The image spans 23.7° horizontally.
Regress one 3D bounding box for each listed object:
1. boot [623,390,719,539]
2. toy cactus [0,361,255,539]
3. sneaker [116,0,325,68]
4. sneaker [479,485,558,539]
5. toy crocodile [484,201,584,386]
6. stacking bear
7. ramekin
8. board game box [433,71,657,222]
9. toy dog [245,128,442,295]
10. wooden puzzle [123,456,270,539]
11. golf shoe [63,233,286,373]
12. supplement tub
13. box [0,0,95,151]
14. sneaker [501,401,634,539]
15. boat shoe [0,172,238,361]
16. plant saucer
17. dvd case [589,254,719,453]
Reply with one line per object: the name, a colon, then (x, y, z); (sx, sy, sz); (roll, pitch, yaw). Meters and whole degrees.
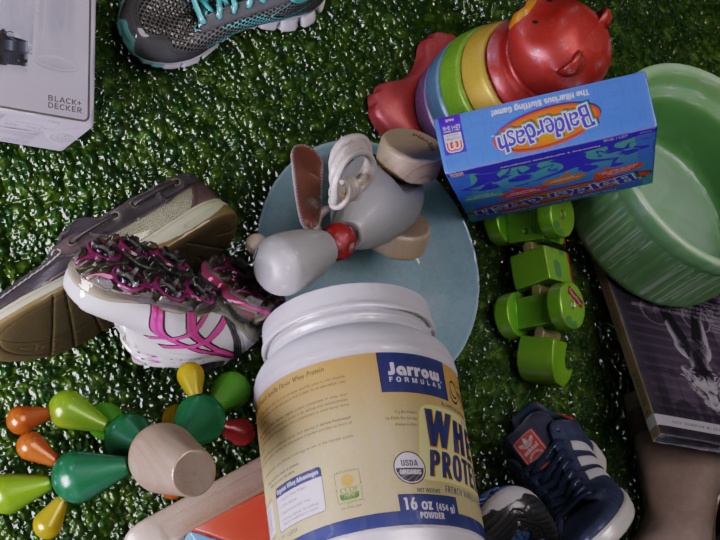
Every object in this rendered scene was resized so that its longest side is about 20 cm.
boot: (0.255, 0.169, 1.428); (0.200, 0.070, 0.147); (-14, 77, -35)
toy cactus: (-0.147, 0.126, 1.132); (0.199, 0.165, 0.103); (-11, 102, -29)
sneaker: (-0.093, -0.214, 1.301); (0.200, 0.091, 0.078); (-26, 90, -35)
sneaker: (0.097, 0.195, 1.253); (0.076, 0.200, 0.077); (-23, 65, -10)
toy crocodile: (0.148, -0.005, 1.406); (0.062, 0.067, 0.201); (11, 70, -52)
stacking bear: (0.117, -0.152, 1.348); (0.114, 0.200, 0.121); (49, 57, -10)
ramekin: (0.271, -0.067, 1.461); (0.199, 0.098, 0.201); (16, 56, -24)
board game box: (0.142, -0.087, 1.278); (0.152, 0.200, 0.045); (-13, 81, 7)
toy dog: (-0.021, -0.049, 1.245); (0.200, 0.096, 0.132); (-1, 116, -61)
wooden puzzle: (-0.039, 0.216, 1.206); (0.200, 0.037, 0.185); (-27, 76, -29)
golf shoe: (-0.133, 0.033, 1.168); (0.073, 0.092, 0.200); (47, 17, 31)
supplement tub: (0.003, 0.123, 1.171); (0.144, 0.144, 0.201); (8, 59, -30)
box: (-0.250, -0.195, 1.216); (0.116, 0.060, 0.201); (7, 73, -30)
sneaker: (0.148, 0.157, 1.300); (0.075, 0.200, 0.085); (-41, 101, 6)
boat shoe: (-0.183, -0.006, 1.202); (0.200, 0.072, 0.066); (-29, 60, -22)
plant saucer: (0.000, 0.000, 1.328); (0.200, 0.039, 0.202); (10, 70, -30)
dvd case: (0.279, 0.070, 1.450); (0.148, 0.016, 0.200); (12, 45, -29)
